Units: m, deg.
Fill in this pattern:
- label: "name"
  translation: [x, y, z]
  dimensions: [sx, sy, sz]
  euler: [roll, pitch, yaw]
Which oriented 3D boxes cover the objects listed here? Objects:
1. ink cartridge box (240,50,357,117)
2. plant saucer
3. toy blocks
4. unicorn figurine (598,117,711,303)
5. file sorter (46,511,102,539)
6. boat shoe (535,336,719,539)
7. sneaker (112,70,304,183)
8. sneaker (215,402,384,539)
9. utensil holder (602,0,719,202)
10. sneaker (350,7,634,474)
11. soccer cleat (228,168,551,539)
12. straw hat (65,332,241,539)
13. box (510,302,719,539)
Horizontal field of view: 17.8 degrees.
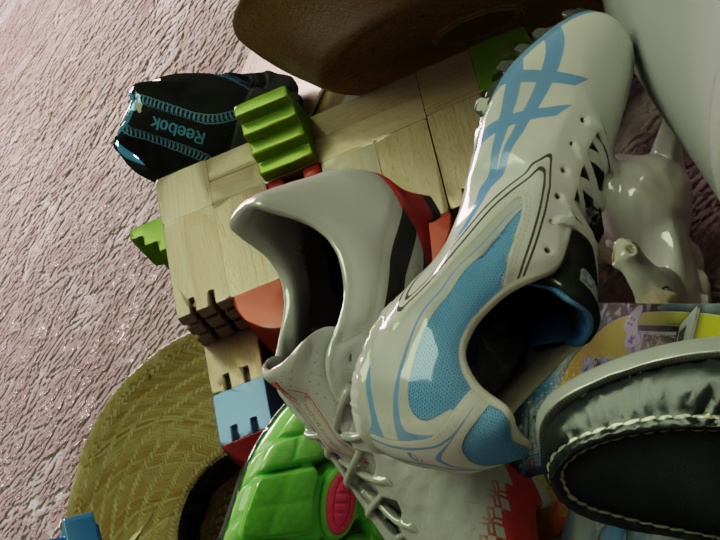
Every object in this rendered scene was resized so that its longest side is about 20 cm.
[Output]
- label: "ink cartridge box"
  translation: [-0.026, -0.060, 1.234]
  dimensions: [0.200, 0.075, 0.165]
  euler: [-64, 21, 20]
- label: "plant saucer"
  translation: [0.046, -0.118, 0.975]
  dimensions: [0.200, 0.200, 0.035]
  euler: [-30, 74, 43]
- label: "toy blocks"
  translation: [0.000, 0.000, 0.961]
  dimensions: [0.200, 0.100, 0.137]
  euler: [-22, 54, 12]
- label: "unicorn figurine"
  translation: [0.108, -0.033, 1.002]
  dimensions: [0.074, 0.138, 0.200]
  euler: [-17, 1, -4]
- label: "file sorter"
  translation: [-0.143, 0.220, 0.900]
  dimensions: [0.139, 0.122, 0.200]
  euler: [110, 148, -65]
- label: "boat shoe"
  translation: [0.151, 0.064, 0.722]
  dimensions: [0.200, 0.076, 0.060]
  euler: [-5, 41, 17]
- label: "sneaker"
  translation: [-0.075, -0.071, 1.110]
  dimensions: [0.200, 0.082, 0.073]
  euler: [180, 106, -85]
- label: "sneaker"
  translation: [-0.044, 0.131, 0.906]
  dimensions: [0.084, 0.077, 0.200]
  euler: [24, 92, 59]
- label: "utensil holder"
  translation: [0.185, -0.089, 0.842]
  dimensions: [0.170, 0.170, 0.200]
  euler: [-49, 23, 13]
- label: "sneaker"
  translation: [0.064, -0.011, 0.820]
  dimensions: [0.072, 0.072, 0.200]
  euler: [10, 56, 27]
- label: "soccer cleat"
  translation: [0.008, 0.055, 0.848]
  dimensions: [0.069, 0.085, 0.200]
  euler: [-36, 64, 47]
- label: "straw hat"
  translation: [-0.033, 0.124, 1.043]
  dimensions: [0.201, 0.085, 0.201]
  euler: [-7, 77, 35]
- label: "box"
  translation: [0.089, 0.111, 0.839]
  dimensions: [0.137, 0.038, 0.200]
  euler: [0, 75, 61]
